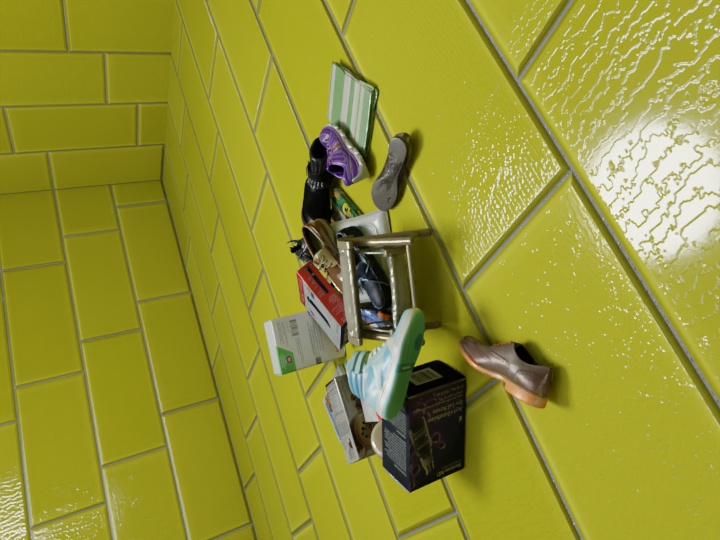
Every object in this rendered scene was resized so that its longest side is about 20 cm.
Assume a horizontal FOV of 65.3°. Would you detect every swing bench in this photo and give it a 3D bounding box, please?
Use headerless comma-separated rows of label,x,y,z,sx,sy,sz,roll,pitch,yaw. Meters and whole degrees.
swing bench,0.042,0.033,1.115,0.193,0.129,0.207,-4,99,25

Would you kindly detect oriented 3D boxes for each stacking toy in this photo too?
stacking toy,0.074,0.410,1.276,0.087,0.083,0.203,59,170,34

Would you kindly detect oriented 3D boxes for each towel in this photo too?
towel,-0.023,-0.382,1.313,0.201,0.023,0.157,49,141,43

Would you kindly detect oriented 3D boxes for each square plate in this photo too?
square plate,0.002,-0.025,1.313,0.196,0.028,0.206,-9,92,45

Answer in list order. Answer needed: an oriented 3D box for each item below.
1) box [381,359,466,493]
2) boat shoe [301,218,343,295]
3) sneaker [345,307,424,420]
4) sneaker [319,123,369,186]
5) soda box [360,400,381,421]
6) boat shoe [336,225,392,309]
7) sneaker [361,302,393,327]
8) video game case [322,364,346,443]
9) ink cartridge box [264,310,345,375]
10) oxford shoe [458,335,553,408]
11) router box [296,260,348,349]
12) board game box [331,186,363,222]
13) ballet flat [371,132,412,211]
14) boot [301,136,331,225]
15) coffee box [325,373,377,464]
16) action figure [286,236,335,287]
box,0.125,0.305,1.119,0.103,0.144,0.208,22,119,56
boat shoe,-0.080,-0.029,1.321,0.076,0.072,0.203,-48,65,38
sneaker,0.036,0.152,1.029,0.128,0.079,0.207,20,91,35
sneaker,-0.055,-0.272,1.320,0.202,0.082,0.082,55,172,40
soda box,0.072,0.309,1.303,0.199,0.066,0.066,-31,73,60
boat shoe,0.000,0.000,1.251,0.084,0.067,0.203,-47,66,38
sneaker,0.046,0.120,1.290,0.198,0.073,0.082,12,113,63
video game case,-0.056,0.388,1.626,0.146,0.017,0.203,61,147,32
ink cartridge box,-0.154,0.192,1.562,0.084,0.193,0.152,-23,79,64
oxford shoe,0.243,0.148,0.942,0.198,0.070,0.075,32,107,50
router box,-0.089,0.093,1.441,0.180,0.048,0.201,49,162,17
board game box,-0.023,-0.110,1.399,0.201,0.023,0.108,52,139,43
ballet flat,0.069,-0.205,1.176,0.066,0.046,0.203,33,141,14
boot,-0.102,-0.214,1.416,0.160,0.076,0.217,114,153,-49
coffee box,-0.003,0.363,1.416,0.080,0.109,0.206,-47,57,56
action figure,-0.106,-0.045,1.476,0.199,0.118,0.104,40,102,25
